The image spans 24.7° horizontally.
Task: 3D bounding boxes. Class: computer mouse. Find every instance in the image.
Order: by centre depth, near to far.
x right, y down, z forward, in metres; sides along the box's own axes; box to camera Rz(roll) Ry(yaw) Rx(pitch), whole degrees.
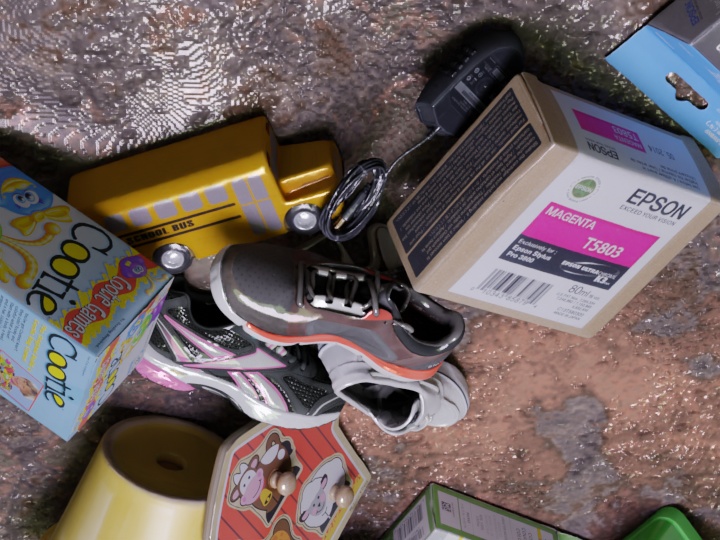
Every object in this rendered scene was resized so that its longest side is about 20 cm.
[{"bbox_3d":[0.041,-0.100,1.191,0.200,0.034,0.059,-43,138,5],"label":"computer mouse"}]

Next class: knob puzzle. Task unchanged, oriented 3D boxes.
[{"bbox_3d":[-0.064,0.201,1.383,0.030,0.220,0.221,15,143,35],"label":"knob puzzle"}]

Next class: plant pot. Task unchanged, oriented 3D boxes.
[{"bbox_3d":[-0.180,0.238,1.412,0.199,0.201,0.191,11,114,-14],"label":"plant pot"}]

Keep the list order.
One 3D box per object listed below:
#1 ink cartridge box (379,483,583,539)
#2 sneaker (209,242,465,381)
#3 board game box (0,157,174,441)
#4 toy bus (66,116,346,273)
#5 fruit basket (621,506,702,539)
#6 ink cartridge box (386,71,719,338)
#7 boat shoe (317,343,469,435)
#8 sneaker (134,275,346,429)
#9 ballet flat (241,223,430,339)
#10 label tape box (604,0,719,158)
[{"bbox_3d":[0.123,0.281,1.550,0.199,0.060,0.104,23,126,-23],"label":"ink cartridge box"},{"bbox_3d":[-0.011,0.017,1.194,0.198,0.078,0.082,18,151,-22],"label":"sneaker"},{"bbox_3d":[-0.252,0.008,1.185,0.199,0.103,0.105,34,135,6],"label":"board game box"},{"bbox_3d":[-0.113,-0.057,1.227,0.198,0.065,0.079,-16,130,10],"label":"toy bus"},{"bbox_3d":[0.283,0.337,1.587,0.215,0.156,0.216,-35,167,-9],"label":"fruit basket"},{"bbox_3d":[0.147,-0.042,1.221,0.199,0.076,0.165,14,131,-38],"label":"ink cartridge box"},{"bbox_3d":[0.029,0.103,1.353,0.073,0.066,0.199,-26,146,27],"label":"boat shoe"},{"bbox_3d":[-0.088,0.063,1.331,0.198,0.081,0.087,16,118,-25],"label":"sneaker"},{"bbox_3d":[0.000,0.000,1.283,0.198,0.072,0.073,-12,133,-10],"label":"ballet flat"},{"bbox_3d":[0.298,-0.158,1.171,0.144,0.064,0.200,34,121,-29],"label":"label tape box"}]
